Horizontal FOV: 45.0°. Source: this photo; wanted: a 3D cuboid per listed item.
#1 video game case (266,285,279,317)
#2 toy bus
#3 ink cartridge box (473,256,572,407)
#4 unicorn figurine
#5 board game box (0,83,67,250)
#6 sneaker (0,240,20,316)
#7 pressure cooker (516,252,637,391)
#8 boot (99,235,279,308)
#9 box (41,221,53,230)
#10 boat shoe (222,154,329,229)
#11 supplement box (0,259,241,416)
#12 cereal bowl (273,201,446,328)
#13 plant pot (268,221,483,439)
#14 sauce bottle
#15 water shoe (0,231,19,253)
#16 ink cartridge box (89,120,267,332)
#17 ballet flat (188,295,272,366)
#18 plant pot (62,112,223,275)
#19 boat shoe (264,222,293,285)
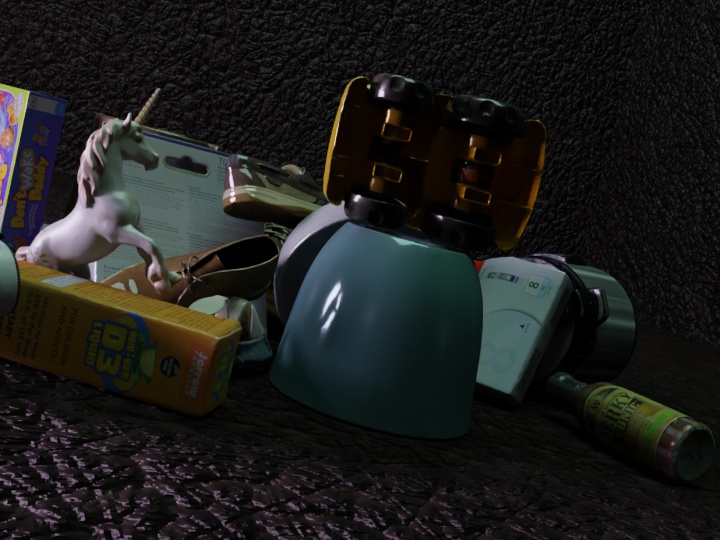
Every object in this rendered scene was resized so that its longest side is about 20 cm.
[{"bbox_3d":[-0.111,0.033,1.095,0.179,0.026,0.200,29,-1,-23],"label":"video game case"},{"bbox_3d":[0.055,-0.112,0.856,0.197,0.138,0.192,12,10,-14],"label":"toy bus"},{"bbox_3d":[0.132,0.053,1.043,0.198,0.162,0.047,19,-18,32],"label":"ink cartridge box"},{"bbox_3d":[-0.209,-0.032,0.714,0.138,0.199,0.074,54,6,-12],"label":"unicorn figurine"},{"bbox_3d":[-0.396,-0.103,0.967,0.044,0.203,0.133,8,7,-46],"label":"board game box"},{"bbox_3d":[-0.347,0.010,0.611,0.198,0.085,0.120,0,3,36],"label":"sneaker"},{"bbox_3d":[0.247,0.070,1.131,0.198,0.178,0.178,8,25,-45],"label":"pressure cooker"},{"bbox_3d":[-0.166,0.007,0.814,0.198,0.074,0.075,-18,-15,-31],"label":"boot"},{"bbox_3d":[-0.387,-0.033,1.181,0.197,0.037,0.143,12,6,-18],"label":"box"},{"bbox_3d":[-0.074,-0.085,0.952,0.072,0.066,0.199,-8,-9,29],"label":"boat shoe"},{"bbox_3d":[-0.197,0.050,0.670,0.197,0.068,0.069,15,5,4],"label":"supplement box"},{"bbox_3d":[0.000,0.000,0.954,0.197,0.202,0.084,13,33,-21],"label":"cereal bowl"},{"bbox_3d":[0.027,0.046,0.825,0.197,0.163,0.201,14,4,-1],"label":"plant pot"},{"bbox_3d":[0.270,0.156,0.908,0.064,0.066,0.199,12,4,-31],"label":"sauce bottle"},{"bbox_3d":[-0.365,-0.019,0.839,0.071,0.080,0.200,17,5,20],"label":"water shoe"},{"bbox_3d":[-0.188,-0.034,0.903,0.198,0.203,0.040,12,-22,-38],"label":"ink cartridge box"},{"bbox_3d":[-0.124,0.057,0.797,0.073,0.075,0.200,16,5,11],"label":"ballet flat"},{"bbox_3d":[-0.250,-0.064,1.000,0.197,0.201,0.200,15,5,-1],"label":"plant pot"},{"bbox_3d":[-0.118,-0.028,1.085,0.075,0.073,0.200,28,-1,-5],"label":"boat shoe"}]
